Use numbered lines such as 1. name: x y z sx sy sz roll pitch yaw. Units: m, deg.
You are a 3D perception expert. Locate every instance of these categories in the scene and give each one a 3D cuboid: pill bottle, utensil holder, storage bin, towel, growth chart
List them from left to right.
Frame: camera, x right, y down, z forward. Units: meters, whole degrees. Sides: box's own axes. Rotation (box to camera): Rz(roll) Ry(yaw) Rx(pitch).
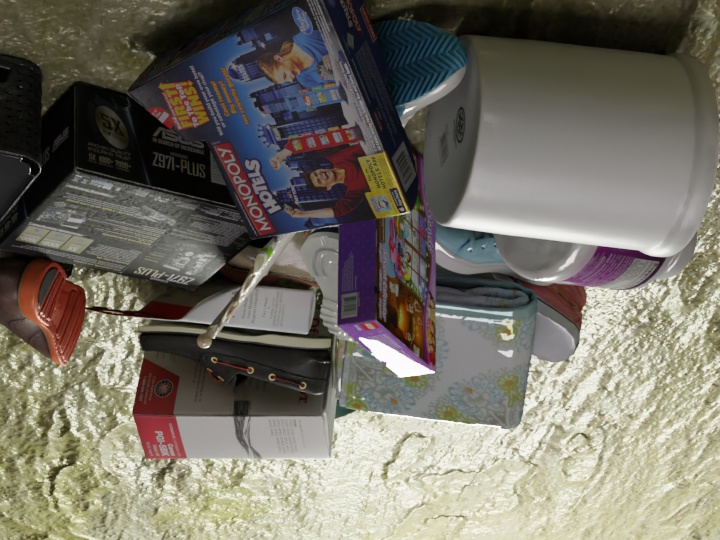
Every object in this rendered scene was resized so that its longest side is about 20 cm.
1. storage bin: -0.358 -0.098 1.503 0.135 0.094 0.200 11 150 -28
2. growth chart: -0.076 -0.021 1.611 0.018 0.145 0.200 37 126 0
3. towel: 0.070 0.077 1.800 0.200 0.048 0.171 7 132 5
4. utensil holder: 0.169 -0.105 1.480 0.200 0.170 0.170 6 153 -15
5. pill bottle: 0.224 -0.039 1.669 0.112 0.112 0.200 -27 159 39

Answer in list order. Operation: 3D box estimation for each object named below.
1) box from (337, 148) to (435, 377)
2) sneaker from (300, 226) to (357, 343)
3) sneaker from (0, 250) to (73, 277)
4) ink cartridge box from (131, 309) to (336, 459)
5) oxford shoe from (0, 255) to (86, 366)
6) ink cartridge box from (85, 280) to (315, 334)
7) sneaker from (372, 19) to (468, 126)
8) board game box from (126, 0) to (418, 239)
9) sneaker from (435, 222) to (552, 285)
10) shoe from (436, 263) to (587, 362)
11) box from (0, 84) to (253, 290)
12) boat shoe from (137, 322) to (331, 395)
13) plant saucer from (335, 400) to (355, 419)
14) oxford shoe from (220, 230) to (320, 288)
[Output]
1. box: 0.025 -0.022 1.588 0.039 0.200 0.137 -9 155 22
2. sneaker: 0.000 0.000 1.676 0.076 0.081 0.200 6 147 12
3. sneaker: -0.302 -0.006 1.718 0.075 0.071 0.200 5 153 -2
4. ink cartridge box: -0.124 0.119 1.884 0.200 0.147 0.083 0 137 7
5. oxford shoe: -0.307 0.032 1.688 0.072 0.071 0.200 15 157 9
6. ink cartridge box: -0.164 0.029 1.773 0.200 0.057 0.163 11 177 -22
7. sneaker: 0.015 -0.148 1.487 0.200 0.077 0.081 -19 160 40
8. board game box: -0.073 -0.129 1.433 0.200 0.062 0.200 -8 120 28
9. sneaker: 0.141 -0.041 1.729 0.200 0.074 0.082 8 144 -40
10. shoe: 0.142 0.005 1.817 0.200 0.091 0.071 35 129 -10
11. box: -0.196 -0.069 1.592 0.200 0.086 0.164 13 149 -30
12. boat shoe: -0.129 0.086 1.805 0.201 0.063 0.074 7 -176 11
13. plant saucer: -0.091 0.136 2.000 0.200 0.036 0.200 -6 -170 1
14. oxford shoe: -0.041 -0.026 1.723 0.200 0.071 0.075 -4 150 -2
